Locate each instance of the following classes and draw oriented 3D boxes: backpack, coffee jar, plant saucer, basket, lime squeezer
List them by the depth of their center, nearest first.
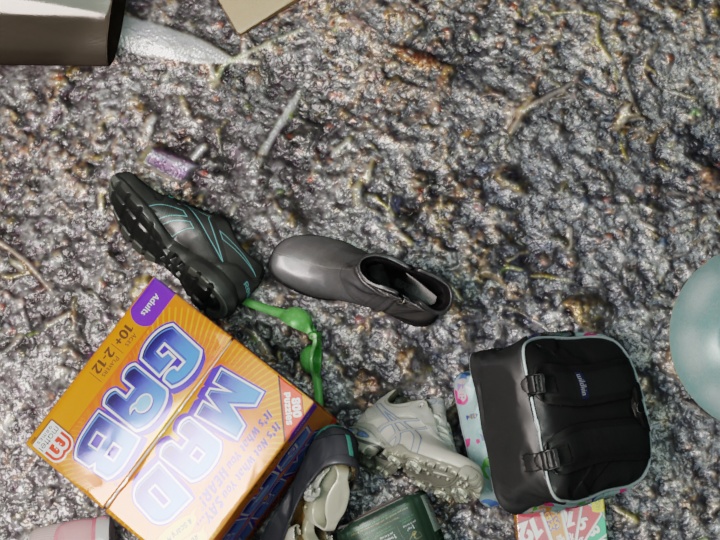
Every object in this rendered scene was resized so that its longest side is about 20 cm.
[{"bbox_3d":[0.199,0.153,1.572,0.199,0.150,0.179,-5,79,-41],"label":"backpack"},{"bbox_3d":[0.060,0.332,1.584,0.104,0.085,0.201,-25,81,-1],"label":"coffee jar"},{"bbox_3d":[-0.071,0.086,1.645,0.070,0.038,0.201,-32,84,-5],"label":"lime squeezer"},{"bbox_3d":[0.430,0.070,1.652,0.199,0.039,0.203,0,82,0],"label":"plant saucer"},{"bbox_3d":[-0.356,-0.292,1.656,0.198,0.136,0.182,9,85,-3],"label":"basket"}]

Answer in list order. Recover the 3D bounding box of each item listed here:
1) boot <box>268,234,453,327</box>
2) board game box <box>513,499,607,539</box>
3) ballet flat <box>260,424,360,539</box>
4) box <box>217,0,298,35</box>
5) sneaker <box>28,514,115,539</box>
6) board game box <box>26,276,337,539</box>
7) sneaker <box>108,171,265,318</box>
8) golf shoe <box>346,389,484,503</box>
[{"bbox_3d":[0.000,0.000,1.611,0.198,0.132,0.070,14,82,2],"label":"boot"},{"bbox_3d":[0.213,0.334,1.617,0.095,0.030,0.202,-4,84,-1],"label":"board game box"},{"bbox_3d":[-0.050,0.250,1.560,0.073,0.073,0.201,26,113,4],"label":"ballet flat"},{"bbox_3d":[-0.091,-0.378,1.724,0.199,0.021,0.164,-31,83,-6],"label":"box"},{"bbox_3d":[-0.302,0.352,1.582,0.104,0.075,0.202,-2,74,-5],"label":"sneaker"},{"bbox_3d":[-0.168,0.159,1.538,0.199,0.200,0.200,36,85,11],"label":"board game box"},{"bbox_3d":[-0.187,-0.036,1.657,0.200,0.076,0.079,45,57,10],"label":"sneaker"},{"bbox_3d":[0.064,0.167,1.568,0.097,0.199,0.078,-53,126,-17],"label":"golf shoe"}]
